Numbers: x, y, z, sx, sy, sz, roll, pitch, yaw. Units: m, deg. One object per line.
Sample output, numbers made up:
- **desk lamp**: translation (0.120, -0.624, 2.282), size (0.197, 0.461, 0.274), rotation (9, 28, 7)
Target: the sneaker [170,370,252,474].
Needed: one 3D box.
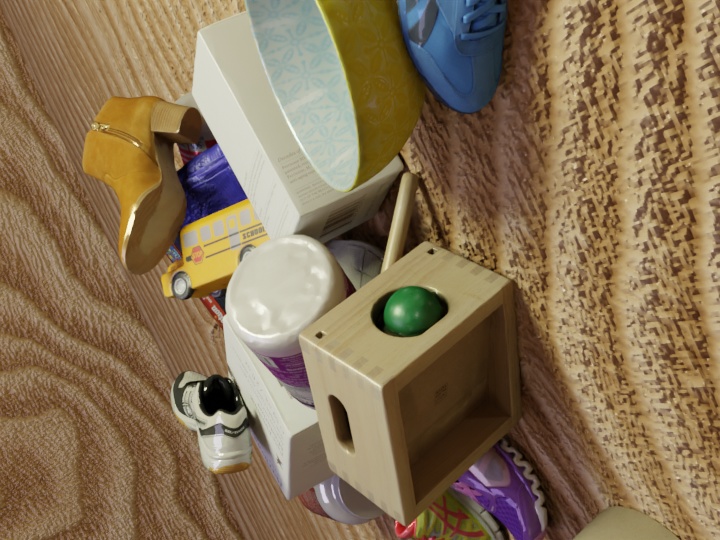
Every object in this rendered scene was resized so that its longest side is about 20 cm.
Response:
- **sneaker**: translation (-0.174, 0.156, 1.126), size (0.200, 0.074, 0.089), rotation (36, 128, 54)

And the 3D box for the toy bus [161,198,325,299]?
- **toy bus**: translation (-0.130, -0.025, 1.009), size (0.197, 0.065, 0.080), rotation (-18, 80, 35)

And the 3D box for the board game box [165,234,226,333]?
- **board game box**: translation (-0.188, -0.001, 1.149), size (0.202, 0.019, 0.103), rotation (56, -164, -18)

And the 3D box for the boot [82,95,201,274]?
- **boot**: translation (-0.260, -0.099, 1.050), size (0.142, 0.205, 0.071), rotation (7, 165, 33)

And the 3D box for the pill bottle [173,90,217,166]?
- **pill bottle**: translation (-0.155, -0.116, 1.147), size (0.112, 0.111, 0.203), rotation (37, 146, 51)

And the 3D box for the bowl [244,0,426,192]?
- **bowl**: translation (-0.003, -0.172, 0.701), size (0.202, 0.106, 0.201), rotation (57, 163, 28)

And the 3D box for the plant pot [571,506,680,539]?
- **plant pot**: translation (0.169, 0.316, 0.717), size (0.188, 0.198, 0.189), rotation (49, 155, 34)

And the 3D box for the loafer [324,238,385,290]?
- **loafer**: translation (0.000, 0.000, 0.986), size (0.198, 0.062, 0.073), rotation (21, 107, 43)

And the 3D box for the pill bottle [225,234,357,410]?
- **pill bottle**: translation (-0.038, 0.064, 0.887), size (0.112, 0.112, 0.201), rotation (48, 175, 36)

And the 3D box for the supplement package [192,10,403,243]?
- **supplement package**: translation (-0.065, -0.136, 0.894), size (0.202, 0.116, 0.117), rotation (60, 160, 10)

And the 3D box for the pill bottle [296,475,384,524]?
- **pill bottle**: translation (-0.019, 0.282, 1.272), size (0.114, 0.111, 0.200), rotation (64, 160, -1)

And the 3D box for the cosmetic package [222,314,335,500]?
- **cosmetic package**: translation (-0.051, 0.130, 1.096), size (0.166, 0.163, 0.201), rotation (56, 158, 26)

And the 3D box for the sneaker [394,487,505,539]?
- **sneaker**: translation (0.077, 0.257, 0.994), size (0.201, 0.090, 0.078), rotation (52, 165, -21)

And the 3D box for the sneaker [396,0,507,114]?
- **sneaker**: translation (0.066, -0.187, 0.586), size (0.078, 0.065, 0.203), rotation (32, 142, 49)

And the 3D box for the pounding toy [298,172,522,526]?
- **pounding toy**: translation (0.041, 0.060, 0.804), size (0.141, 0.183, 0.203), rotation (26, 139, 40)

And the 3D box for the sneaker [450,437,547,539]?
- **sneaker**: translation (0.098, 0.183, 0.901), size (0.201, 0.087, 0.081), rotation (54, 156, 24)

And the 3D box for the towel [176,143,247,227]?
- **towel**: translation (-0.135, -0.073, 1.060), size (0.198, 0.050, 0.149), rotation (-24, 109, 37)
